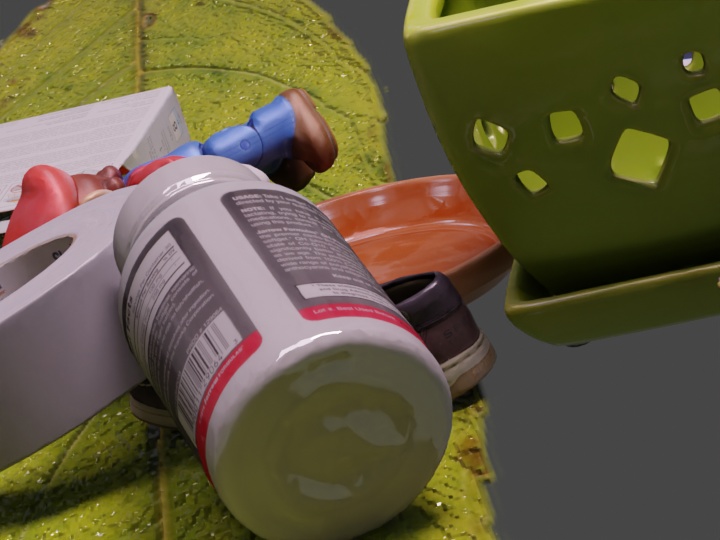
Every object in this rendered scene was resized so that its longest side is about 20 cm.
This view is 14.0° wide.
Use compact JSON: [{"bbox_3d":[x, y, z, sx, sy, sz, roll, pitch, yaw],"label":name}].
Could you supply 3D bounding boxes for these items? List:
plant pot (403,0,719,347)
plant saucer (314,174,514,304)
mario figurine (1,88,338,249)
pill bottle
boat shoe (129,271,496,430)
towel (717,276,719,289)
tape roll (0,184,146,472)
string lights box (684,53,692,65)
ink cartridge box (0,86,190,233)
[{"bbox_3d":[0.145,-0.080,1.426,0.200,0.182,0.199,-12,18,13],"label":"plant pot"},{"bbox_3d":[0.000,0.000,1.562,0.200,0.032,0.200,-14,18,5],"label":"plant saucer"},{"bbox_3d":[-0.107,-0.022,1.645,0.200,0.124,0.106,-25,52,-18],"label":"mario figurine"},{"bbox_3d":[-0.045,0.027,1.315,0.111,0.111,0.200,-21,35,-12],"label":"pill bottle"},{"bbox_3d":[-0.031,0.035,1.429,0.200,0.065,0.072,-6,22,32],"label":"boat shoe"},{"bbox_3d":[0.268,-0.026,1.274,0.200,0.023,0.144,-41,47,-20],"label":"towel"},{"bbox_3d":[-0.171,0.036,1.473,0.200,0.066,0.200,-31,12,7],"label":"tape roll"},{"bbox_3d":[0.162,-0.110,1.696,0.103,0.059,0.200,-9,20,18],"label":"string lights box"},{"bbox_3d":[-0.210,-0.047,1.882,0.160,0.047,0.200,-11,24,17],"label":"ink cartridge box"}]
